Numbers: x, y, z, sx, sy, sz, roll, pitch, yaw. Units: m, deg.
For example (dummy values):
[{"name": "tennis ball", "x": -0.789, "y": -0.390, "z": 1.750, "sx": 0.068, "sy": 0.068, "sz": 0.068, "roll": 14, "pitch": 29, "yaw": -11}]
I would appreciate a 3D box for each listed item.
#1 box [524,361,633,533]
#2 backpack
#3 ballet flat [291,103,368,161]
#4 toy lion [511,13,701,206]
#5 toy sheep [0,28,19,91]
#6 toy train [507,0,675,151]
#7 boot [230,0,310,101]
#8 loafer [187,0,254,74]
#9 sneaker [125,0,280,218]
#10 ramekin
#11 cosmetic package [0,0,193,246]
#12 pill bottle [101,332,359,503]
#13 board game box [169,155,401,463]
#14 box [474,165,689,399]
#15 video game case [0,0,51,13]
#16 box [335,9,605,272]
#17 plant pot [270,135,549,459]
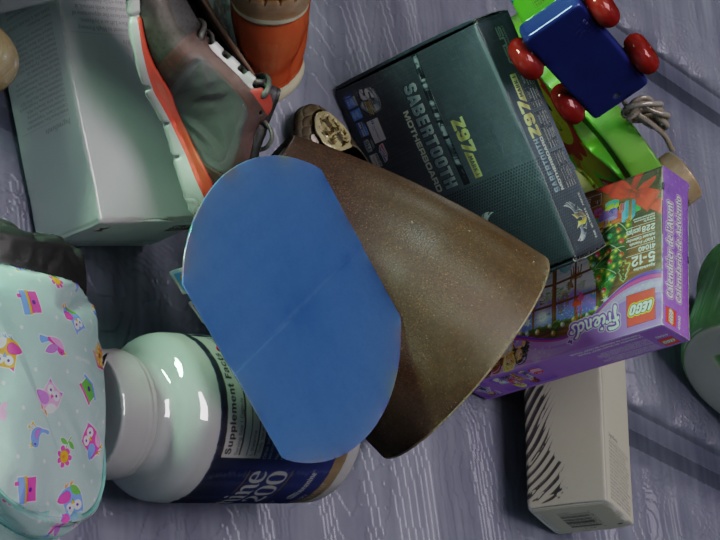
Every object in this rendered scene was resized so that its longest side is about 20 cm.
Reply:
[{"name": "box", "x": 0.174, "y": 0.105, "z": 1.657, "sx": 0.082, "sy": 0.068, "sz": 0.200, "roll": 45, "pitch": 40, "yaw": -57}, {"name": "backpack", "x": -0.227, "y": 0.071, "z": 1.222, "sx": 0.167, "sy": 0.127, "sz": 0.200, "roll": 14, "pitch": 67, "yaw": -46}, {"name": "ballet flat", "x": 0.011, "y": -0.042, "z": 1.578, "sx": 0.067, "sy": 0.046, "sz": 0.200, "roll": -36, "pitch": 100, "yaw": -48}, {"name": "toy lion", "x": 0.179, "y": -0.128, "z": 1.701, "sx": 0.069, "sy": 0.200, "sz": 0.192, "roll": -38, "pitch": 106, "yaw": -5}, {"name": "toy sheep", "x": -0.294, "y": -0.178, "z": 1.256, "sx": 0.200, "sy": 0.138, "sz": 0.138, "roll": 41, "pitch": 47, "yaw": -9}, {"name": "toy train", "x": 0.174, "y": -0.174, "z": 1.578, "sx": 0.200, "sy": 0.085, "sz": 0.116, "roll": 38, "pitch": 23, "yaw": -49}, {"name": "boot", "x": -0.070, "y": -0.212, "z": 1.555, "sx": 0.200, "sy": 0.075, "sz": 0.107, "roll": -88, "pitch": 178, "yaw": -51}, {"name": "loafer", "x": -0.137, "y": -0.202, "z": 1.477, "sx": 0.072, "sy": 0.063, "sz": 0.200, "roll": -39, "pitch": 103, "yaw": -47}, {"name": "sneaker", "x": -0.096, "y": -0.124, "z": 1.339, "sx": 0.077, "sy": 0.082, "sz": 0.200, "roll": -95, "pitch": 167, "yaw": -66}, {"name": "ramekin", "x": 0.382, "y": 0.065, "z": 1.817, "sx": 0.200, "sy": 0.200, "sz": 0.098, "roll": 45, "pitch": 54, "yaw": -24}, {"name": "cosmetic package", "x": -0.180, "y": -0.119, "z": 1.393, "sx": 0.102, "sy": 0.074, "sz": 0.200, "roll": -1, "pitch": 76, "yaw": -47}, {"name": "pill bottle", "x": -0.104, "y": 0.098, "z": 1.350, "sx": 0.200, "sy": 0.111, "sz": 0.111, "roll": 7, "pitch": 69, "yaw": -45}, {"name": "board game box", "x": -0.052, "y": 0.026, "z": 1.332, "sx": 0.158, "sy": 0.039, "sz": 0.200, "roll": -46, "pitch": 115, "yaw": -44}, {"name": "box", "x": 0.166, "y": 0.012, "z": 1.603, "sx": 0.039, "sy": 0.200, "sz": 0.137, "roll": 28, "pitch": 55, "yaw": -40}, {"name": "video game case", "x": -0.188, "y": -0.247, "z": 1.344, "sx": 0.022, "sy": 0.200, "sz": 0.182, "roll": 49, "pitch": 43, "yaw": -42}, {"name": "box", "x": 0.083, "y": -0.081, "z": 1.588, "sx": 0.051, "sy": 0.158, "sz": 0.200, "roll": -25, "pitch": 93, "yaw": -49}, {"name": "plant pot", "x": 0.000, "y": 0.000, "z": 1.470, "sx": 0.200, "sy": 0.187, "sz": 0.187, "roll": 40, "pitch": 47, "yaw": -8}]
